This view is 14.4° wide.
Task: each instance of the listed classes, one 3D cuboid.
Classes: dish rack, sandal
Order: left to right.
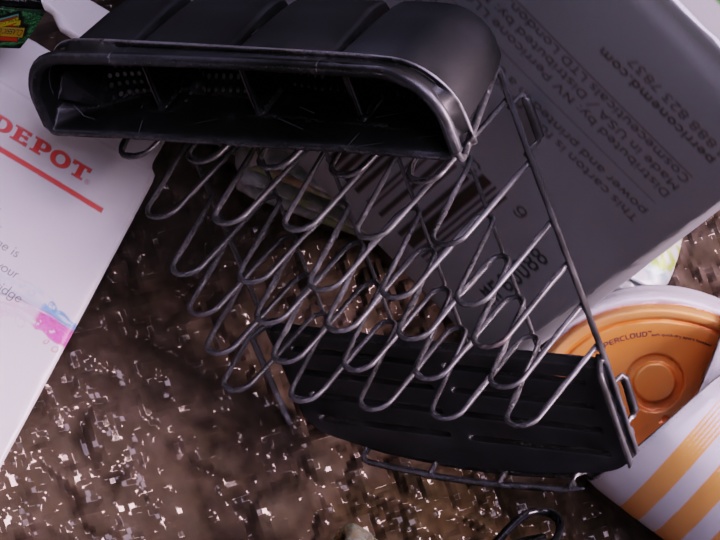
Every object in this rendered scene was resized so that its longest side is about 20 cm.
[{"bbox_3d":[0.000,0.000,0.886,0.055,0.153,0.201,-53,134,-36],"label":"dish rack"},{"bbox_3d":[0.153,0.079,0.987,0.206,0.059,0.079,34,101,-8],"label":"sandal"}]

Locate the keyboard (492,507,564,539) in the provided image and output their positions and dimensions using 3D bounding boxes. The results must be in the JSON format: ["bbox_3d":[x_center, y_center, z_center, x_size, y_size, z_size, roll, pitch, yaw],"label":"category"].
[{"bbox_3d":[0.019,0.136,0.892,0.199,0.039,0.105,-6,105,-42],"label":"keyboard"}]

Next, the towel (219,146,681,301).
[{"bbox_3d":[0.048,-0.092,1.030,0.170,0.048,0.201,22,66,-16],"label":"towel"}]

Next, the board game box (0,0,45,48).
[{"bbox_3d":[-0.199,-0.115,0.856,0.199,0.023,0.105,0,55,-37],"label":"board game box"}]

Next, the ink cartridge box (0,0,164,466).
[{"bbox_3d":[-0.147,-0.004,0.913,0.116,0.067,0.201,31,65,-9],"label":"ink cartridge box"}]

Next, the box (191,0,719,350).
[{"bbox_3d":[0.064,-0.119,0.903,0.199,0.200,0.171,45,57,-3],"label":"box"}]

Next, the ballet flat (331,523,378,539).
[{"bbox_3d":[-0.060,0.139,0.900,0.199,0.071,0.071,-26,83,-32],"label":"ballet flat"}]
